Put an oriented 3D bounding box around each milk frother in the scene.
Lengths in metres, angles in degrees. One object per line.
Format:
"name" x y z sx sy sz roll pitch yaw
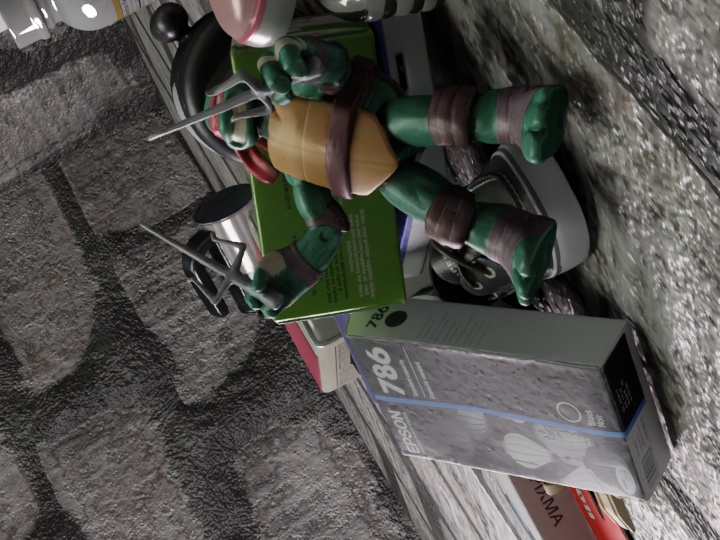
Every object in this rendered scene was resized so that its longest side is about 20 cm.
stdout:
"milk frother" -0.168 -0.019 2.340 0.198 0.181 0.189 -5 124 35

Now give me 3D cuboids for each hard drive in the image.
"hard drive" 0.021 -0.080 0.820 0.200 0.025 0.133 95 166 -78

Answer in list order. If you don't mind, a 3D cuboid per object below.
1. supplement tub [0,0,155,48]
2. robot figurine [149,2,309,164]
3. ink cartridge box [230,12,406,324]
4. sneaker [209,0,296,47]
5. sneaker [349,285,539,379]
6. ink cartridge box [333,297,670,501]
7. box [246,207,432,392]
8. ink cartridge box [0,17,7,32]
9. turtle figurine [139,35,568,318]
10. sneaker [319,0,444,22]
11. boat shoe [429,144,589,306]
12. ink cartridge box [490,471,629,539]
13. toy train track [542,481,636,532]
"supplement tub" -0.133 -0.225 0.803 0.145 0.199 0.145 60 172 13
"robot figurine" -0.083 -0.142 1.096 0.200 0.124 0.152 -145 39 -75
"ink cartridge box" -0.028 -0.074 0.826 0.200 0.075 0.149 -104 6 -74
"sneaker" -0.087 -0.191 0.598 0.075 0.104 0.202 -166 68 -68
"sneaker" 0.079 0.036 0.853 0.199 0.091 0.067 0 133 54
"ink cartridge box" 0.062 0.064 0.777 0.199 0.039 0.100 6 135 38
"box" 0.000 0.000 1.047 0.110 0.127 0.200 60 173 12
"ink cartridge box" -0.261 -0.232 0.960 0.118 0.067 0.200 59 174 4
"turtle figurine" -0.010 -0.053 0.644 0.198 0.101 0.151 11 139 18
"sneaker" -0.013 -0.202 0.642 0.200 0.075 0.116 -126 25 -49
"boat shoe" 0.066 -0.016 0.746 0.070 0.066 0.200 60 173 4
"ink cartridge box" 0.133 0.155 1.046 0.201 0.044 0.176 61 174 -2
"toy train track" 0.115 0.113 0.917 0.115 0.032 0.200 65 164 -15
